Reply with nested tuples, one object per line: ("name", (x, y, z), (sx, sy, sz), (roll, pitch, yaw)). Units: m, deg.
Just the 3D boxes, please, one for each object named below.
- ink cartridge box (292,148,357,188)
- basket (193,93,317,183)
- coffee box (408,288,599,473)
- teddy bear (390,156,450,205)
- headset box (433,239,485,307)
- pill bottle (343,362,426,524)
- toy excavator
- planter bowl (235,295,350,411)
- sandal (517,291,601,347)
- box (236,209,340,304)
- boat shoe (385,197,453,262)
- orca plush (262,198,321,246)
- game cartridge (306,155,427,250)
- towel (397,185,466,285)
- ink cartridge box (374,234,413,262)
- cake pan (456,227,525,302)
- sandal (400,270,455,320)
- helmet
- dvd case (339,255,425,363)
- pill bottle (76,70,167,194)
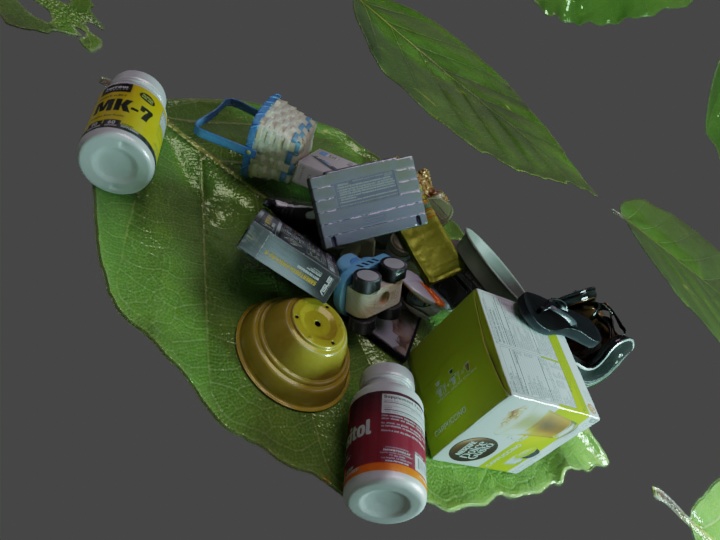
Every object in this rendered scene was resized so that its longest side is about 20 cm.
("ink cartridge box", (-0.026, -0.172, 1.182), (0.173, 0.045, 0.200), (23, 19, 0))
("basket", (-0.194, -0.256, 1.150), (0.197, 0.140, 0.177), (27, 36, -2))
("coffee box", (0.223, 0.187, 1.006), (0.195, 0.200, 0.202), (18, 41, -28))
("teddy bear", (0.131, -0.197, 1.446), (0.144, 0.067, 0.201), (-17, 64, -47))
("headset box", (0.204, 0.016, 1.227), (0.149, 0.075, 0.200), (48, 16, 11))
("pill bottle", (0.036, 0.235, 0.860), (0.112, 0.113, 0.202), (26, 37, -18))
("toy excavator", (0.000, 0.000, 1.079), (0.193, 0.102, 0.199), (-22, 39, -41))
("planter bowl", (-0.081, 0.101, 0.920), (0.198, 0.084, 0.202), (25, 38, -21))
("sandal", (0.337, 0.074, 1.022), (0.197, 0.043, 0.077), (17, 41, -32))
("box", (-0.112, -0.028, 0.982), (0.157, 0.049, 0.200), (33, 6, -11))
("boat shoe", (0.112, -0.079, 1.231), (0.075, 0.069, 0.199), (42, 53, 12))
("orca plush", (-0.084, -0.080, 1.102), (0.197, 0.105, 0.072), (20, 58, -15))
("game cartridge", (0.013, -0.123, 1.076), (0.196, 0.038, 0.132), (-14, 88, -16))
("towel", (0.119, -0.071, 1.155), (0.085, 0.018, 0.202), (-22, 65, -9))
("ink cartridge box", (0.062, -0.096, 1.294), (0.198, 0.044, 0.095), (29, 39, -16))
("cake pan", (0.252, 0.007, 1.160), (0.200, 0.037, 0.201), (44, 17, -17))
("sandal", (0.120, 0.060, 1.144), (0.080, 0.059, 0.206), (52, 14, 29))
("helmet", (0.437, 0.148, 1.255), (0.202, 0.189, 0.200), (59, 5, -8))
("dvd case", (0.050, 0.065, 1.134), (0.142, 0.018, 0.201), (36, 35, -5))
("pill bottle", (-0.373, -0.227, 0.976), (0.113, 0.115, 0.202), (20, 40, -25))
